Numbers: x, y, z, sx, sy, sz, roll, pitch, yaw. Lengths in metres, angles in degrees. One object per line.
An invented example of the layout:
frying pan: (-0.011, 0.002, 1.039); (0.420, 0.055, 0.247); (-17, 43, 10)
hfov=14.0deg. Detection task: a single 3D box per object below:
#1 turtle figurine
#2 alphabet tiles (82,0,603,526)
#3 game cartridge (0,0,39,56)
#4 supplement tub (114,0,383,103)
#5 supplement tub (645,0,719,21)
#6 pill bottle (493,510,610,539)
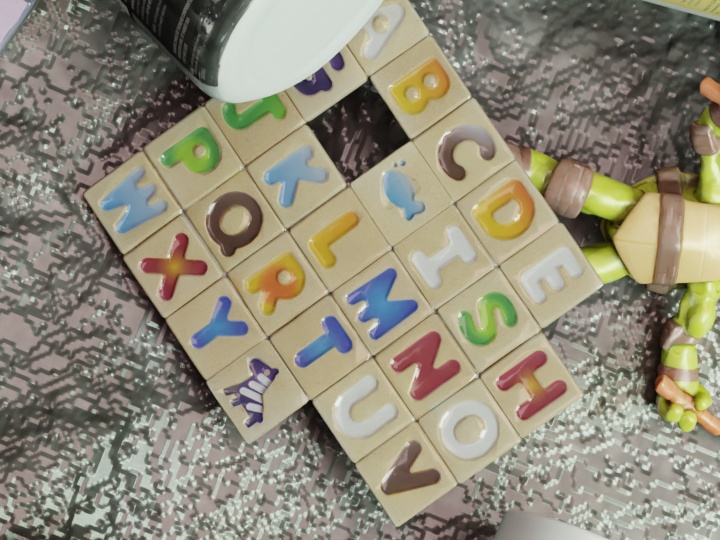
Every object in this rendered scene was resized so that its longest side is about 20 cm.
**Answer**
turtle figurine: (0.129, -0.025, 1.298); (0.160, 0.064, 0.201); (5, 112, -4)
alphabet tiles: (0.000, 0.000, 1.268); (0.167, 0.008, 0.201); (-35, 81, 4)
game cartridge: (-0.228, -0.100, 1.265); (0.129, 0.038, 0.201); (35, 78, -9)
supplement tub: (-0.081, -0.177, 1.241); (0.122, 0.123, 0.200); (-39, 73, -13)
supplement tub: (0.138, -0.190, 1.287); (0.199, 0.145, 0.146); (14, 80, -9)
pill bottle: (0.062, 0.209, 1.236); (0.111, 0.111, 0.201); (24, 78, -6)
